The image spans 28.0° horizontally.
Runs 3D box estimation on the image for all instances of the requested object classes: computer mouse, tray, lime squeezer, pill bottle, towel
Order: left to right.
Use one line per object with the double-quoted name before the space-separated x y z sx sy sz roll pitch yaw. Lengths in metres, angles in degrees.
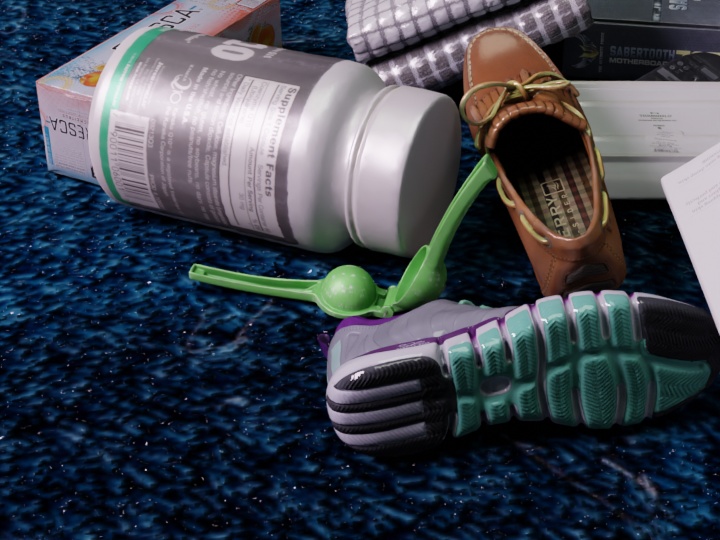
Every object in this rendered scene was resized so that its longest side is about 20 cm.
"pill bottle" -0.049 -0.074 0.851 0.199 0.114 0.113 14 35 21
"lime squeezer" 0.000 0.000 0.785 0.199 0.071 0.038 -18 49 31
"towel" 0.077 -0.200 1.035 0.165 0.086 0.200 -22 25 14
"computer mouse" 0.180 -0.093 0.957 0.200 0.034 0.059 -27 56 -26
"tray" 0.186 -0.089 0.918 0.199 0.022 0.108 0 50 -5

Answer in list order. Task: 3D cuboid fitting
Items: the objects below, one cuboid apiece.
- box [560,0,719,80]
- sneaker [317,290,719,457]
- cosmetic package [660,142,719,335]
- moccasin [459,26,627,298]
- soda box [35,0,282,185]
"box" 0.240 -0.207 1.107 0.157 0.051 0.200 5 34 12
"sneaker" 0.077 0.033 0.721 0.199 0.075 0.088 -6 28 -7
"cosmetic package" 0.229 0.006 0.696 0.113 0.081 0.200 -31 34 21
"moccasin" 0.099 -0.074 0.835 0.073 0.078 0.202 -12 50 6
"soda box" -0.130 -0.130 0.981 0.063 0.069 0.200 16 36 25
